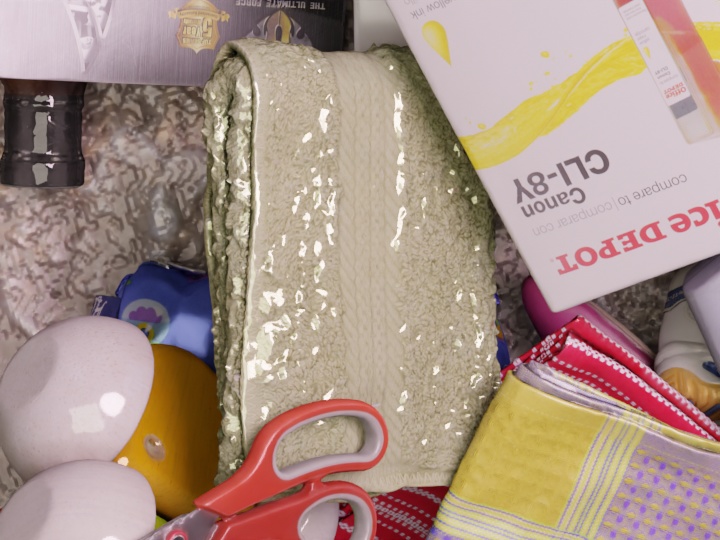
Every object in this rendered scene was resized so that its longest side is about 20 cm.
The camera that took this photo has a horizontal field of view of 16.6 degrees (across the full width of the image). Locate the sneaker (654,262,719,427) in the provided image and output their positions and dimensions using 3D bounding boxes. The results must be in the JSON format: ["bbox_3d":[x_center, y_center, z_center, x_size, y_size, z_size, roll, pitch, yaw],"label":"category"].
[{"bbox_3d":[0.229,0.050,1.176,0.200,0.075,0.088,20,60,-28],"label":"sneaker"}]

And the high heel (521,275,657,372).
[{"bbox_3d":[0.125,0.097,1.194,0.096,0.067,0.200,-44,97,-6],"label":"high heel"}]

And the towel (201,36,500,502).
[{"bbox_3d":[0.000,0.000,1.067,0.148,0.036,0.200,-3,94,-35],"label":"towel"}]

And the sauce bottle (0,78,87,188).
[{"bbox_3d":[-0.151,-0.140,1.179,0.066,0.066,0.200,3,98,1],"label":"sauce bottle"}]

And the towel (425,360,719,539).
[{"bbox_3d":[0.093,0.146,1.095,0.144,0.023,0.200,23,107,-8],"label":"towel"}]

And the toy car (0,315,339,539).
[{"bbox_3d":[-0.106,0.132,1.091,0.150,0.200,0.175,-34,128,25],"label":"toy car"}]

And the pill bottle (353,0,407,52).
[{"bbox_3d":[0.097,-0.126,1.150,0.200,0.114,0.114,-1,96,1],"label":"pill bottle"}]

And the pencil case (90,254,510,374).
[{"bbox_3d":[-0.027,0.037,1.189,0.200,0.078,0.087,1,88,1],"label":"pencil case"}]

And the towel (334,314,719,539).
[{"bbox_3d":[0.087,0.117,1.165,0.145,0.022,0.200,38,128,-14],"label":"towel"}]

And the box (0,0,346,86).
[{"bbox_3d":[-0.102,-0.164,1.137,0.200,0.048,0.159,1,95,-28],"label":"box"}]

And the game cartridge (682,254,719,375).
[{"bbox_3d":[0.248,0.013,1.061,0.200,0.042,0.133,-22,112,15],"label":"game cartridge"}]

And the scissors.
[{"bbox_3d":[-0.067,0.098,0.994,0.200,0.014,0.073,-8,102,-37],"label":"scissors"}]

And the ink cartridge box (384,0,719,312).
[{"bbox_3d":[0.106,-0.101,1.029,0.145,0.083,0.200,-21,105,33],"label":"ink cartridge box"}]
